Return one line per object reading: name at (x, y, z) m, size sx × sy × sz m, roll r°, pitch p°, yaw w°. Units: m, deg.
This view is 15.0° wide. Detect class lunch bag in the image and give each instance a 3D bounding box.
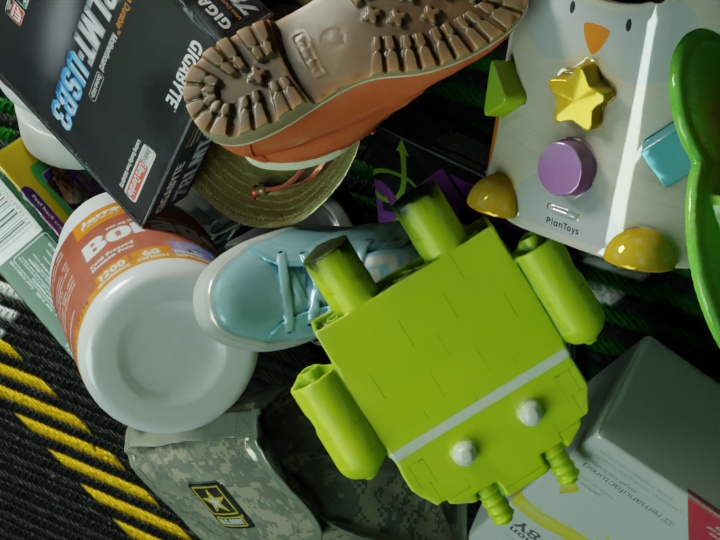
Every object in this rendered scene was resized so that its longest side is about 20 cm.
lunch bag at (-0.045, 0.135, 1.869) m, size 0.200 × 0.118 × 0.164 m, roll 15°, pitch 166°, yaw -35°

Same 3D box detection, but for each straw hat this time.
straw hat at (-0.036, -0.122, 1.682) m, size 0.201 × 0.085 × 0.202 m, roll 2°, pitch 92°, yaw 45°

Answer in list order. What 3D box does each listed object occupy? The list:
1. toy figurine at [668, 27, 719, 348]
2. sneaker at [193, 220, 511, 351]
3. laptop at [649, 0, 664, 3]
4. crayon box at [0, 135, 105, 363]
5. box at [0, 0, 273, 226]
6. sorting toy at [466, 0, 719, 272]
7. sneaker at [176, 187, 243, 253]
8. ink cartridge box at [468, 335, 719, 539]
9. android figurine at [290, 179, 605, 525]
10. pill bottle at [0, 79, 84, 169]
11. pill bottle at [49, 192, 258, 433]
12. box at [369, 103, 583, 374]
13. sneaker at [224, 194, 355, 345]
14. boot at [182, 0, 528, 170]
toy figurine at (0.274, -0.047, 1.391) m, size 0.184 × 0.150 × 0.200 m, roll -12°, pitch 102°, yaw 36°
sneaker at (0.000, 0.000, 1.626) m, size 0.082 × 0.200 × 0.074 m, roll -23°, pitch 80°, yaw 62°
laptop at (0.106, -0.270, 1.409) m, size 0.200 × 0.116 × 0.187 m, roll 65°, pitch 146°, yaw 29°
crayon box at (-0.184, -0.009, 1.915) m, size 0.058 × 0.173 × 0.200 m, roll -38°, pitch 94°, yaw 19°
box at (-0.158, -0.154, 1.629) m, size 0.199 × 0.050 × 0.200 m, roll 47°, pitch 146°, yaw 11°
sorting toy at (0.141, -0.109, 1.515) m, size 0.200 × 0.107 × 0.180 m, roll 21°, pitch 120°, yaw 35°
sneaker at (-0.095, -0.049, 1.851) m, size 0.082 × 0.075 × 0.200 m, roll 34°, pitch 148°, yaw 15°
ink cartridge box at (0.177, 0.145, 1.706) m, size 0.145 × 0.084 × 0.200 m, roll 33°, pitch 149°, yaw -6°
android figurine at (0.055, 0.054, 1.591) m, size 0.200 × 0.182 × 0.041 m, roll 60°, pitch -179°, yaw -12°
pill bottle at (-0.195, -0.171, 1.806) m, size 0.109 × 0.110 × 0.200 m, roll 28°, pitch 143°, yaw 28°
pill bottle at (-0.137, 0.018, 1.722) m, size 0.112 × 0.112 × 0.200 m, roll 63°, pitch 176°, yaw -23°
box at (0.075, -0.003, 1.738) m, size 0.143 × 0.036 × 0.200 m, roll 26°, pitch 144°, yaw 30°
sneaker at (-0.030, 0.041, 1.773) m, size 0.075 × 0.115 × 0.200 m, roll 85°, pitch 159°, yaw -46°
boot at (0.006, -0.117, 1.541) m, size 0.107 × 0.200 × 0.075 m, roll 52°, pitch -162°, yaw -67°
